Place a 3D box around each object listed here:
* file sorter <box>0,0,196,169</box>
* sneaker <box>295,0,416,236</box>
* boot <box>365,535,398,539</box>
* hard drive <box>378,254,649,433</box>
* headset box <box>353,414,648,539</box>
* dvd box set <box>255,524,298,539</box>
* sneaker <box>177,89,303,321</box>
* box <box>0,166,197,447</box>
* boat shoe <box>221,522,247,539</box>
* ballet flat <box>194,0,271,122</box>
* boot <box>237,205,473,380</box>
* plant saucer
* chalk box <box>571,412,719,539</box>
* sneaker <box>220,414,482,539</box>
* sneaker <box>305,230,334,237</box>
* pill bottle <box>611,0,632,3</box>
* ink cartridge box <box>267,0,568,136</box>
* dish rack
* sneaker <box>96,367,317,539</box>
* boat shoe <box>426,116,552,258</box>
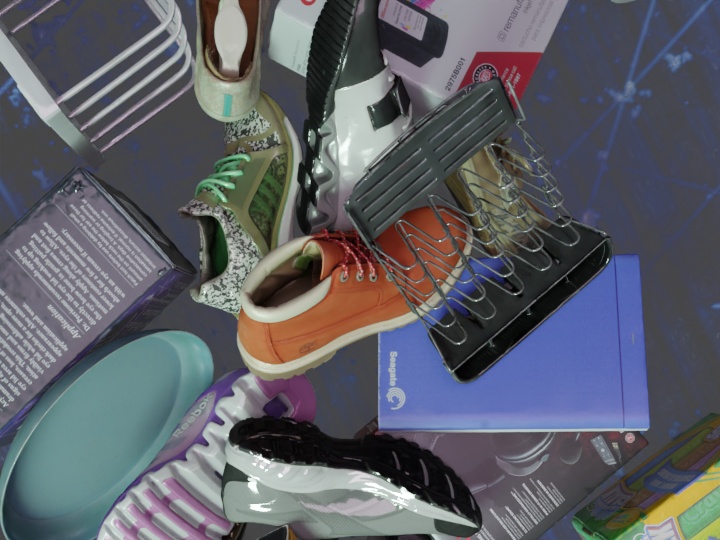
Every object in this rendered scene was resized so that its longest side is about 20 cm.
[{"bbox_3d":[-0.208,-0.182,0.819,0.124,0.200,0.139,-38,90,-6],"label":"file sorter"},{"bbox_3d":[0.006,-0.121,0.807,0.088,0.074,0.201,-1,122,-16],"label":"sneaker"},{"bbox_3d":[-0.049,0.282,0.854,0.131,0.070,0.201,17,99,-2],"label":"boot"},{"bbox_3d":[0.113,0.055,0.832,0.199,0.025,0.133,-1,75,6],"label":"hard drive"},{"bbox_3d":[0.102,0.143,0.879,0.200,0.077,0.149,-38,89,-5],"label":"headset box"},{"bbox_3d":[-0.066,0.296,0.800,0.146,0.029,0.200,-27,111,6],"label":"dvd box set"},{"bbox_3d":[-0.098,-0.056,0.852,0.088,0.077,0.201,12,67,-44],"label":"sneaker"},{"bbox_3d":[-0.236,0.032,0.833,0.200,0.148,0.104,-44,89,-2],"label":"box"},{"bbox_3d":[-0.137,0.239,0.871,0.071,0.066,0.201,15,66,17],"label":"boat shoe"},{"bbox_3d":[-0.100,-0.214,0.865,0.067,0.062,0.201,-2,69,-10],"label":"ballet flat"},{"bbox_3d":[0.000,0.000,0.788,0.200,0.107,0.075,-31,64,-15],"label":"boot"},{"bbox_3d":[-0.191,0.123,0.818,0.027,0.200,0.200,35,86,25],"label":"plant saucer"},{"bbox_3d":[0.255,0.222,0.859,0.200,0.124,0.125,-37,89,-4],"label":"chalk box"},{"bbox_3d":[-0.007,0.165,0.803,0.199,0.074,0.080,14,110,-10],"label":"sneaker"},{"bbox_3d":[0.003,-0.026,0.885,0.089,0.067,0.201,11,84,3],"label":"sneaker"},{"bbox_3d":[0.215,-0.330,0.892,0.104,0.104,0.201,-21,88,-3],"label":"pill bottle"},{"bbox_3d":[0.045,-0.199,0.874,0.199,0.083,0.146,27,73,-1],"label":"ink cartridge box"},{"bbox_3d":[0.081,-0.028,0.751,0.153,0.200,0.055,-41,46,-5],"label":"dish rack"},{"bbox_3d":[-0.123,0.147,0.837,0.200,0.088,0.081,-46,116,-18],"label":"sneaker"},{"bbox_3d":[0.104,-0.065,0.839,0.063,0.200,0.073,-33,57,3],"label":"boat shoe"}]
